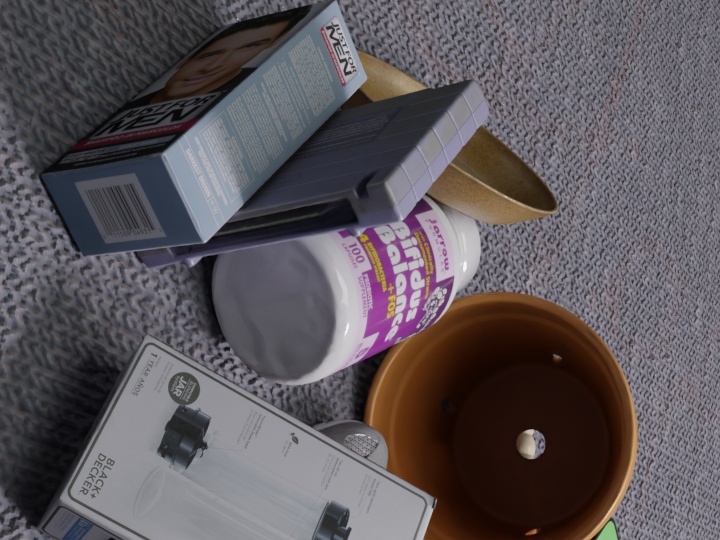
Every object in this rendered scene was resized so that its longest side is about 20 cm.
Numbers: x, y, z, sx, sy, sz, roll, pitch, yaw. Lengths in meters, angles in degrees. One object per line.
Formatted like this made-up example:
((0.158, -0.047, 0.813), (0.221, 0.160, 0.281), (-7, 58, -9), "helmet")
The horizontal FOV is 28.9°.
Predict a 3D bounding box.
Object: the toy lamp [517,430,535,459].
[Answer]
((0.137, 0.168, 1.158), (0.058, 0.058, 0.201), (34, 46, -48), "toy lamp")

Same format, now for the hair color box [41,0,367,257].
((-0.089, -0.089, 0.845), (0.200, 0.098, 0.061), (-50, 125, -45), "hair color box")

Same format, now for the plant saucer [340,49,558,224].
((0.055, -0.091, 1.022), (0.200, 0.200, 0.036), (12, 119, -54), "plant saucer")

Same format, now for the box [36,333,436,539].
((-0.067, 0.140, 0.797), (0.199, 0.060, 0.117), (30, 55, -9), "box")

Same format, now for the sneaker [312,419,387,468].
((-0.031, 0.161, 0.916), (0.200, 0.082, 0.075), (-34, 115, -51), "sneaker")

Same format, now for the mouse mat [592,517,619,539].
((0.236, 0.361, 1.344), (0.161, 0.007, 0.201), (-40, 118, -50), "mouse mat")

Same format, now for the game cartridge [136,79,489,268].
((-0.030, -0.056, 0.838), (0.130, 0.199, 0.039), (-45, 117, -46), "game cartridge")

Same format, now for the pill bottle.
((0.000, 0.000, 0.952), (0.200, 0.112, 0.113), (-22, 104, -54), "pill bottle")

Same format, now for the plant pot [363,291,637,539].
((0.118, 0.127, 1.056), (0.140, 0.199, 0.202), (31, 61, -67), "plant pot")
